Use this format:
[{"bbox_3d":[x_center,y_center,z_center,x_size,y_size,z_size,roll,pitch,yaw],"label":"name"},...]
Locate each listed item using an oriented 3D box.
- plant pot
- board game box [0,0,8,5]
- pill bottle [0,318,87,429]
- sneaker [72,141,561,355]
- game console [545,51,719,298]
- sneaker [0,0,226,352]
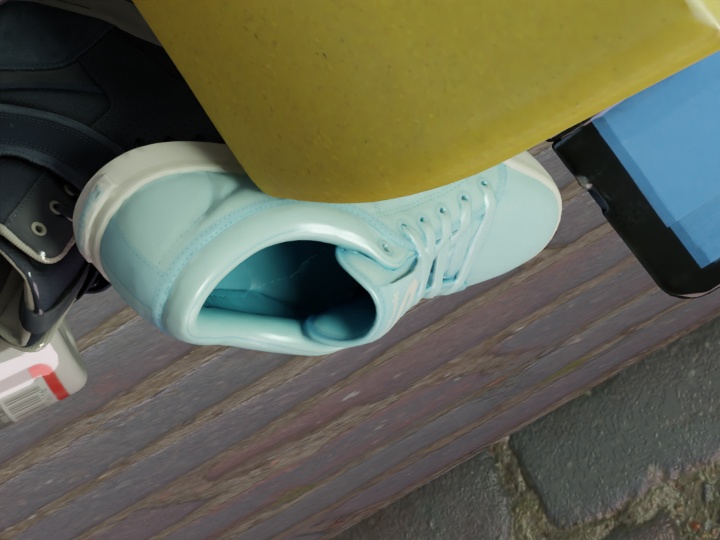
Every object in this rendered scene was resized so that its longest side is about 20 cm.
[{"bbox_3d":[0.028,-0.129,0.741,0.200,0.195,0.195,-34,180,37],"label":"plant pot"},{"bbox_3d":[-0.181,-0.108,0.777,0.200,0.062,0.200,-30,169,8],"label":"board game box"},{"bbox_3d":[-0.248,0.050,1.138,0.199,0.114,0.114,-26,167,-4],"label":"pill bottle"},{"bbox_3d":[0.000,0.000,0.808,0.199,0.082,0.074,-7,132,-33],"label":"sneaker"},{"bbox_3d":[0.169,-0.082,0.942,0.200,0.119,0.171,-35,171,16],"label":"game console"},{"bbox_3d":[-0.067,-0.024,0.855,0.201,0.147,0.077,16,139,2],"label":"sneaker"}]
